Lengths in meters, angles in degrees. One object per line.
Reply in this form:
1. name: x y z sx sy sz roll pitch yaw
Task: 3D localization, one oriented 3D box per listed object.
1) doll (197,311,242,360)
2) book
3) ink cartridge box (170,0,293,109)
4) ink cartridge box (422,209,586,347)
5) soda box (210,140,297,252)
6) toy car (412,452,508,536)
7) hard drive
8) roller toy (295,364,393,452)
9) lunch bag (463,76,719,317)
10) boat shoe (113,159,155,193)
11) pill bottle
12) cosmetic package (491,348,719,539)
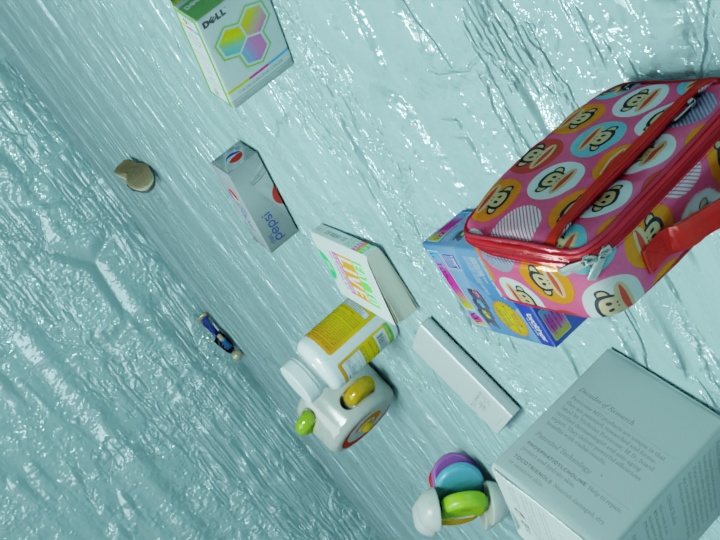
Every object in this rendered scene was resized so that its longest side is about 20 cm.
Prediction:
1. doll: -0.480 0.233 3.431 0.200 0.048 0.137 47 165 8
2. book: 0.000 0.000 1.632 0.200 0.048 0.134 25 147 59
3. ink cartridge box: -0.164 -0.310 1.237 0.059 0.104 0.200 37 160 35
4. ink cartridge box: 0.173 0.005 1.118 0.137 0.076 0.200 55 162 -18
5. soda box: -0.186 -0.129 1.778 0.063 0.068 0.200 35 158 44
6. toy car: 0.189 0.435 1.961 0.200 0.174 0.151 97 167 -69
7. hard drive: 0.165 0.170 1.599 0.200 0.026 0.132 46 164 13
8. roller toy: -0.025 0.279 2.081 0.140 0.200 0.182 44 -162 18
9. lunch bag: 0.189 -0.053 0.710 0.082 0.200 0.176 55 160 -26
10. boat shoe: -0.568 -0.235 2.567 0.200 0.072 0.065 24 163 50
11. pill bottle: -0.040 0.137 1.756 0.111 0.200 0.111 44 163 17
12. cosmetic package: 0.285 0.236 1.111 0.166 0.200 0.168 34 158 42
